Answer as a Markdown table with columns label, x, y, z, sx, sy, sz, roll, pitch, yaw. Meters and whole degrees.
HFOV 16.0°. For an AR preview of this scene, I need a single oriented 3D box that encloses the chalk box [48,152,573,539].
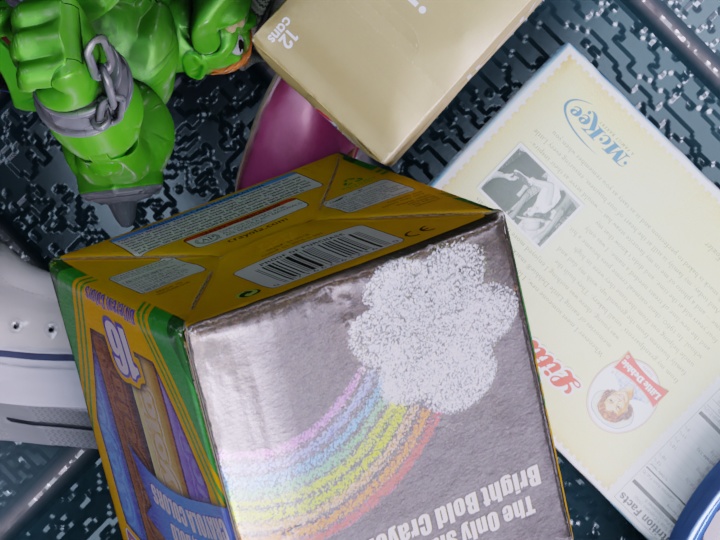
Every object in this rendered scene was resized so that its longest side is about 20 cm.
| label | x | y | z | sx | sy | sz | roll | pitch | yaw |
| --- | --- | --- | --- | --- | --- | --- | --- | --- | --- |
| chalk box | -0.010 | 0.079 | 0.888 | 0.124 | 0.124 | 0.201 | -20 | 110 | -23 |

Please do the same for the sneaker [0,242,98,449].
| label | x | y | z | sx | sy | sz | roll | pitch | yaw |
| --- | --- | --- | --- | --- | --- | --- | --- | --- | --- |
| sneaker | -0.160 | 0.025 | 1.010 | 0.198 | 0.073 | 0.071 | 8 | 65 | 4 |

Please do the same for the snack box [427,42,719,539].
| label | x | y | z | sx | sy | sz | roll | pitch | yaw |
| --- | --- | --- | --- | --- | --- | --- | --- | --- | --- |
| snack box | 0.111 | 0.023 | 0.997 | 0.200 | 0.037 | 0.116 | 45 | 94 | 3 |

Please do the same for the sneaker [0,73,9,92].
| label | x | y | z | sx | sy | sz | roll | pitch | yaw |
| --- | --- | --- | --- | --- | --- | --- | --- | --- | --- |
| sneaker | -0.172 | -0.117 | 0.995 | 0.198 | 0.083 | 0.071 | 16 | 90 | 2 |

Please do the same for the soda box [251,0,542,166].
| label | x | y | z | sx | sy | sz | roll | pitch | yaw |
| --- | --- | --- | --- | --- | --- | --- | --- | --- | --- |
| soda box | 0.052 | -0.129 | 0.881 | 0.064 | 0.068 | 0.200 | 42 | 93 | 1 |

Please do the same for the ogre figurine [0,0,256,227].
| label | x | y | z | sx | sy | sz | roll | pitch | yaw |
| --- | --- | --- | --- | --- | --- | --- | --- | --- | --- |
| ogre figurine | -0.093 | -0.107 | 0.896 | 0.098 | 0.120 | 0.201 | -22 | 50 | -9 |

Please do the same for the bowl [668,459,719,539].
| label | x | y | z | sx | sy | sz | roll | pitch | yaw |
| --- | --- | --- | --- | --- | --- | --- | --- | --- | --- |
| bowl | 0.204 | 0.136 | 0.966 | 0.199 | 0.039 | 0.202 | -1 | 102 | -6 |

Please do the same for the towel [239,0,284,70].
| label | x | y | z | sx | sy | sz | roll | pitch | yaw |
| --- | --- | --- | --- | --- | --- | --- | --- | --- | --- |
| towel | -0.055 | -0.200 | 0.925 | 0.034 | 0.193 | 0.201 | -18 | 65 | -30 |

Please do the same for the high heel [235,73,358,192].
| label | x | y | z | sx | sy | sz | roll | pitch | yaw |
| --- | --- | --- | --- | --- | --- | --- | --- | --- | --- |
| high heel | 0.000 | 0.000 | 0.966 | 0.096 | 0.067 | 0.201 | 20 | 119 | 14 |
